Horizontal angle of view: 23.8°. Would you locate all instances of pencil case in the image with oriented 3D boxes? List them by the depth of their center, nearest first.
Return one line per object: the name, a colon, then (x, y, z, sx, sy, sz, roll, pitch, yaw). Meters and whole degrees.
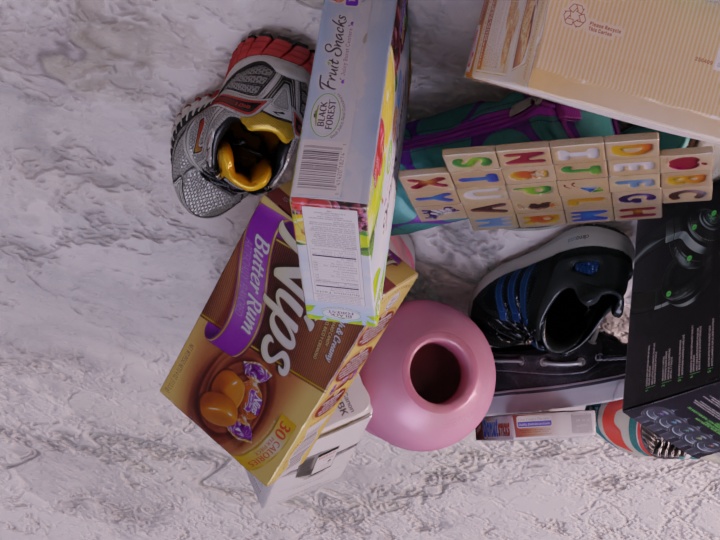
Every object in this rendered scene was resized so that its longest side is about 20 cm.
pencil case: (0.083, -0.082, 1.184, 0.199, 0.086, 0.092, -14, 144, 36)

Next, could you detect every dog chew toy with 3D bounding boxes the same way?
dog chew toy: (0.037, 0.092, 1.455, 0.124, 0.125, 0.200, 17, 170, -14)

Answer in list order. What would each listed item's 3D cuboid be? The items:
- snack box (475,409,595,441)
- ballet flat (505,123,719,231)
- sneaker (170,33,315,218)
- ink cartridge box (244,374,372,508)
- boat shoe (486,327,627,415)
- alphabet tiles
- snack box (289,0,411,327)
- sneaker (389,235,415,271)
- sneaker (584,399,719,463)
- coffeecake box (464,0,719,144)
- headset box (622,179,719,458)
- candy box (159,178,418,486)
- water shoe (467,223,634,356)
snack box: (0.151, 0.137, 1.506, 0.071, 0.025, 0.200, -4, 175, -6)
ballet flat: (0.172, -0.064, 1.213, 0.199, 0.068, 0.064, -17, 152, 39)
sneaker: (-0.094, -0.088, 1.228, 0.077, 0.083, 0.200, 17, 149, -14)
ink cartridge box: (-0.067, 0.099, 1.432, 0.082, 0.147, 0.200, -21, 163, -15)
boat shoe: (0.187, 0.076, 1.439, 0.199, 0.068, 0.072, -11, -178, 33)
alphabet tiles: (0.130, -0.055, 1.115, 0.198, 0.006, 0.166, -4, 164, 9)
snack box: (-0.003, -0.086, 1.086, 0.053, 0.201, 0.143, 6, 150, 5)
sneaker: (0.000, 0.000, 1.329, 0.075, 0.105, 0.201, 4, 151, 6)
sneaker: (0.277, 0.130, 1.494, 0.199, 0.071, 0.093, 7, -179, -44)
coffeecake box: (0.156, -0.125, 1.003, 0.152, 0.074, 0.200, 14, -174, -8)
headset box: (0.284, 0.024, 1.216, 0.093, 0.175, 0.199, 31, 143, -32)
candy box: (-0.055, 0.047, 1.252, 0.117, 0.056, 0.201, 40, 124, 14)
water shoe: (0.143, 0.032, 1.365, 0.071, 0.079, 0.200, 20, 148, -18)
